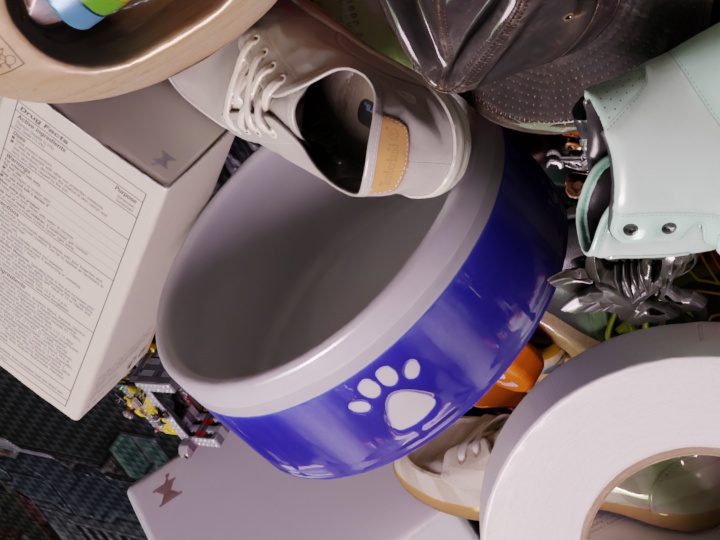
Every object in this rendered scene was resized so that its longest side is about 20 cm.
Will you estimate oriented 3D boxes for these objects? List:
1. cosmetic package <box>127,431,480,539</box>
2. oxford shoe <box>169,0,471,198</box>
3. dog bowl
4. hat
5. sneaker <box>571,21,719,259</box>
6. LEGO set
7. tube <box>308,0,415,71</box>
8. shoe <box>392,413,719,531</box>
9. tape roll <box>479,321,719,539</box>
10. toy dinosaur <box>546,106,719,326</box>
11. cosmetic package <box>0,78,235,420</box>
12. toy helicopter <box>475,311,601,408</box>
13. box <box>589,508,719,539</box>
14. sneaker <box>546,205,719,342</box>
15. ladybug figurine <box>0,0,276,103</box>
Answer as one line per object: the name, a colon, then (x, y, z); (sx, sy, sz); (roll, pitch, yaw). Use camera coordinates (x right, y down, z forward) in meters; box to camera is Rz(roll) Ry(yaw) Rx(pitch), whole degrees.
cosmetic package: (-0.005, 0.190, 1.522); (0.200, 0.167, 0.166); (56, -179, -40)
oxford shoe: (-0.033, -0.084, 1.189); (0.200, 0.058, 0.075); (29, 118, 42)
dog bowl: (0.000, 0.000, 1.241); (0.200, 0.200, 0.079); (-7, 137, 48)
hat: (0.054, -0.128, 1.065); (0.200, 0.081, 0.201); (20, 133, 23)
sneaker: (0.153, -0.011, 1.082); (0.118, 0.074, 0.201); (-19, 118, 0)
LEGO set: (-0.143, 0.025, 1.498); (0.153, 0.116, 0.200); (8, 144, 34)
tube: (-0.056, -0.113, 1.273); (0.200, 0.052, 0.058); (-1, 157, 40)
shoe: (0.105, 0.096, 1.366); (0.199, 0.070, 0.053); (3, 129, 29)
tape roll: (0.155, 0.120, 1.199); (0.202, 0.037, 0.203); (1, 116, 1)
toy dinosaur: (0.145, -0.046, 1.156); (0.200, 0.102, 0.136); (43, 139, 22)
cosmetic package: (-0.144, -0.026, 1.324); (0.103, 0.073, 0.200); (37, 137, 8)
toy helicopter: (0.069, 0.032, 1.385); (0.200, 0.079, 0.132); (12, 157, 50)
box: (0.162, 0.183, 1.373); (0.200, 0.097, 0.125); (41, 151, 58)
sneaker: (0.165, 0.028, 1.233); (0.199, 0.085, 0.075); (16, 134, 10)
ladybug figurine: (-0.114, -0.152, 1.176); (0.200, 0.072, 0.136); (-26, 130, 17)
